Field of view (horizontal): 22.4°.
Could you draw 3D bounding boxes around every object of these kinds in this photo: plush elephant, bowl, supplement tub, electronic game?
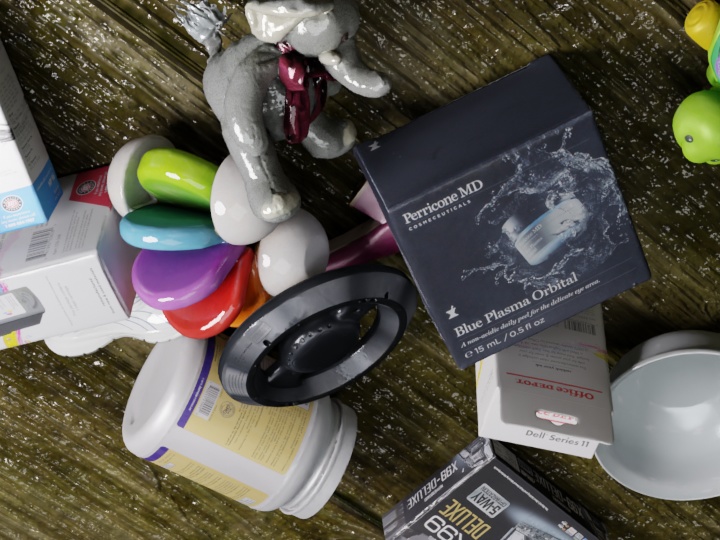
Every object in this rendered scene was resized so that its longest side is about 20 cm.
[{"bbox_3d":[-0.045,-0.173,1.505,0.155,0.165,0.200,-29,97,35],"label":"plush elephant"},{"bbox_3d":[0.323,0.127,1.796,0.200,0.091,0.202,1,130,2],"label":"bowl"},{"bbox_3d":[-0.119,0.150,1.796,0.199,0.146,0.145,27,125,-19],"label":"supplement tub"},{"bbox_3d":[-0.038,0.062,1.673,0.199,0.042,0.200,-23,151,-13],"label":"electronic game"}]

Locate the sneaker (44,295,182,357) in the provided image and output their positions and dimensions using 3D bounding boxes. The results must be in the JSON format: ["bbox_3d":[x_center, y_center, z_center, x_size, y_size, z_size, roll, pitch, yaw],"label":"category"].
[{"bbox_3d":[-0.227,0.025,1.736,0.199,0.075,0.087,-16,136,13],"label":"sneaker"}]

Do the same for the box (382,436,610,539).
[{"bbox_3d":[0.146,0.281,1.940,0.158,0.050,0.200,-41,118,18],"label":"box"}]

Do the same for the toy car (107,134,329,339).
[{"bbox_3d":[-0.141,-0.021,1.613,0.174,0.150,0.200,12,154,33],"label":"toy car"}]

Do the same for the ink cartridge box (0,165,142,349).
[{"bbox_3d":[-0.305,-0.007,1.671,0.199,0.148,0.086,-14,126,15],"label":"ink cartridge box"}]

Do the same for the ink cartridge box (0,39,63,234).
[{"bbox_3d":[-0.356,-0.131,1.608,0.115,0.068,0.201,-13,114,12],"label":"ink cartridge box"}]

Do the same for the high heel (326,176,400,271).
[{"bbox_3d":[0.000,0.000,1.714,0.096,0.068,0.200,32,121,-9],"label":"high heel"}]

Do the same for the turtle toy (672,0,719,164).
[{"bbox_3d":[0.347,-0.171,1.542,0.146,0.101,0.200,34,123,-23],"label":"turtle toy"}]

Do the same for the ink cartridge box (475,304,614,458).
[{"bbox_3d":[0.171,0.104,1.711,0.117,0.200,0.067,12,129,-8],"label":"ink cartridge box"}]

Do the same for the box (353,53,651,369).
[{"bbox_3d":[0.127,-0.050,1.610,0.196,0.118,0.200,-26,126,1],"label":"box"}]
